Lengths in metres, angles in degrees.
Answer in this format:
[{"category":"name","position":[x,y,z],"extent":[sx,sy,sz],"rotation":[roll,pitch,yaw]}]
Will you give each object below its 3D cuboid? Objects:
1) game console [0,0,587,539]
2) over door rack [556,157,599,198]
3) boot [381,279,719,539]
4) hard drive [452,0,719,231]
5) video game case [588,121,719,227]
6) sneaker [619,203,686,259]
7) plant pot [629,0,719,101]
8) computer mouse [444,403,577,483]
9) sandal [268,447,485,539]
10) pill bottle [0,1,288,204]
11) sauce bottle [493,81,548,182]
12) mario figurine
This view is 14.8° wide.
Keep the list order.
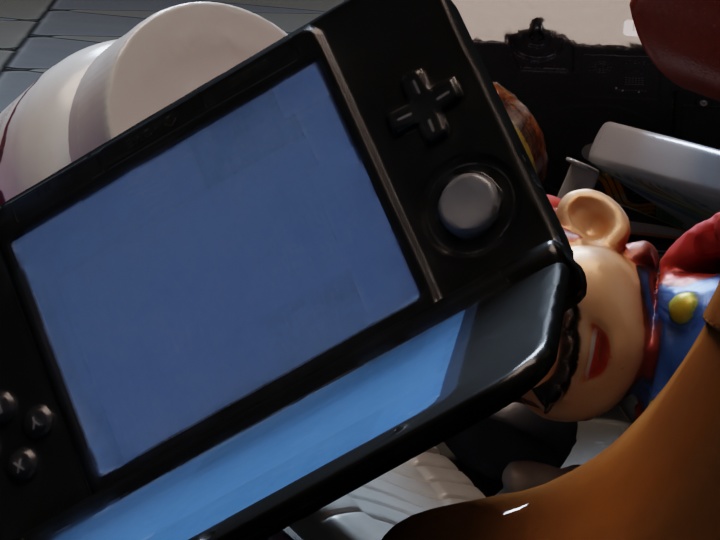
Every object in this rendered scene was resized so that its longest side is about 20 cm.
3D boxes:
[{"category":"game console","position":[-0.048,0.014,0.781],"extent":[0.200,0.176,0.116],"rotation":[-29,-24,12]},{"category":"over door rack","position":[0.103,0.020,1.032],"extent":[0.148,0.067,0.200],"rotation":[25,15,18]},{"category":"boot","position":[0.103,0.035,0.759],"extent":[0.200,0.155,0.077],"rotation":[3,28,-11]},{"category":"hard drive","position":[0.105,-0.046,1.229],"extent":[0.140,0.200,0.038],"rotation":[2,53,7]},{"category":"video game case","position":[0.216,0.002,1.124],"extent":[0.182,0.022,0.200],"rotation":[29,-5,-39]},{"category":"sneaker","position":[0.067,0.006,1.192],"extent":[0.200,0.079,0.079],"rotation":[12,14,-3]},{"category":"plant pot","position":[0.217,-0.118,1.028],"extent":[0.195,0.201,0.201],"rotation":[18,18,38]},{"category":"computer mouse","position":[0.040,0.054,1.052],"extent":[0.059,0.034,0.200],"rotation":[24,0,-7]},{"category":"sandal","position":[-0.012,0.071,0.884],"extent":[0.082,0.050,0.203],"rotation":[13,16,-25]},{"category":"pill bottle","position":[-0.092,-0.019,1.012],"extent":[0.109,0.110,0.200],"rotation":[-5,-14,-32]},{"category":"sauce bottle","position":[0.000,0.000,1.071],"extent":[0.066,0.066,0.200],"rotation":[8,40,37]},{"category":"mario figurine","position":[0.097,0.033,0.860],"extent":[0.200,0.124,0.106],"rotation":[13,-21,22]}]
